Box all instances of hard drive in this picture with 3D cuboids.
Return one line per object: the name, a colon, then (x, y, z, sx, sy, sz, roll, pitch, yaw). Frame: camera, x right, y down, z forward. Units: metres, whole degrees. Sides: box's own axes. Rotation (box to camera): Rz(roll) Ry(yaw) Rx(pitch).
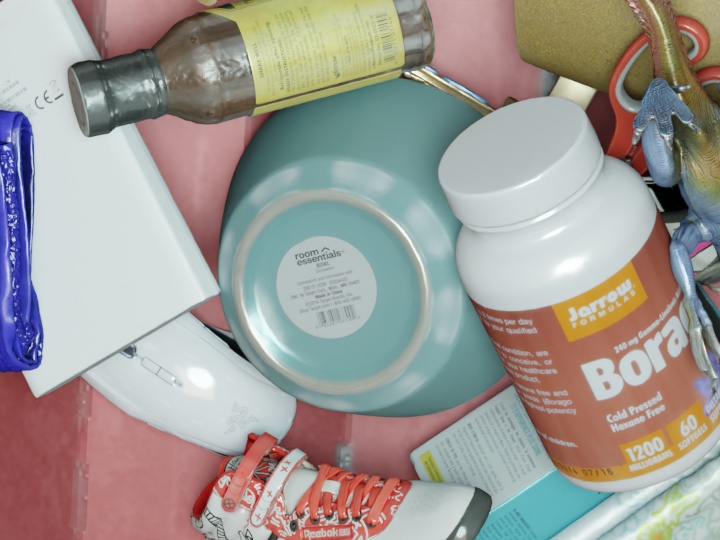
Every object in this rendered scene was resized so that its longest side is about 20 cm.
hard drive: (-0.177, -0.046, 1.515, 0.132, 0.026, 0.201, -29, 86, 27)

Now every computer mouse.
computer mouse: (-0.126, 0.046, 1.570, 0.199, 0.044, 0.110, 29, 98, -6)

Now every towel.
towel: (-0.276, -0.016, 1.518, 0.199, 0.050, 0.149, 1, 99, 21)
towel: (0.194, 0.186, 1.568, 0.200, 0.048, 0.171, -36, 129, 6)

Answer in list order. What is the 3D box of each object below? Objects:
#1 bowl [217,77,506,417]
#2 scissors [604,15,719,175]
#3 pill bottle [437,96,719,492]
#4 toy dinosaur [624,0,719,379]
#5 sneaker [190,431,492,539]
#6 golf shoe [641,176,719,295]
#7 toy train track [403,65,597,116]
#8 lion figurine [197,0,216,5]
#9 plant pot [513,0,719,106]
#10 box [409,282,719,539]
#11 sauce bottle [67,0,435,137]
bowl: (0.000, 0.000, 1.503, 0.200, 0.105, 0.202, 5, 106, 16)
scissors: (0.136, -0.058, 1.462, 0.073, 0.014, 0.200, 36, 128, -9)
pill bottle: (0.118, 0.012, 1.435, 0.112, 0.112, 0.201, -26, 120, 4)
toy dinosaur: (0.198, -0.053, 1.408, 0.104, 0.182, 0.201, -17, 69, 6)
sneaker: (-0.020, 0.137, 1.527, 0.108, 0.201, 0.067, 45, 54, -13)
golf shoe: (0.160, -0.016, 1.524, 0.199, 0.073, 0.092, -24, 118, 26)
toy train track: (0.064, -0.089, 1.553, 0.199, 0.033, 0.115, 30, 101, -6)
lion figurine: (-0.008, -0.200, 1.483, 0.199, 0.123, 0.073, -11, 101, 0)
plant pot: (0.188, -0.158, 1.479, 0.199, 0.186, 0.188, 1, 102, 11)
box: (0.132, 0.090, 1.560, 0.199, 0.082, 0.049, -34, 129, 6)
sauce bottle: (-0.060, -0.117, 1.474, 0.199, 0.065, 0.065, -15, 102, -15)
